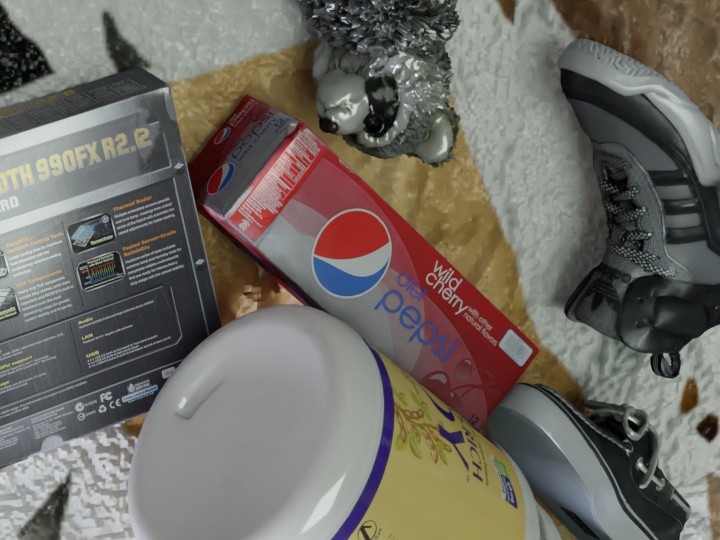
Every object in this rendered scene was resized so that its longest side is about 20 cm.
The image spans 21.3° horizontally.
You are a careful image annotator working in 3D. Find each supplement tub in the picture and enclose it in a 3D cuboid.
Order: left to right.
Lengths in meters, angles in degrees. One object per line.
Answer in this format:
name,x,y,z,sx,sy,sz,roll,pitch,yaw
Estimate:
supplement tub,-0.001,0.123,0.939,0.146,0.145,0.200,-53,131,-3

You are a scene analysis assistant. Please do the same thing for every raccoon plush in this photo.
raccoon plush,0.046,-0.143,0.956,0.199,0.097,0.135,-36,126,-13

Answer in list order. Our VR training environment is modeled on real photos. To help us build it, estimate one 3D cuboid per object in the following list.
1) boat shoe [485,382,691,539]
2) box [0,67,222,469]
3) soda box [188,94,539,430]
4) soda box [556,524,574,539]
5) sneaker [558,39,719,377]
boat shoe,0.137,0.108,1.079,0.068,0.073,0.199,-54,131,-14
box,-0.171,0.009,0.913,0.199,0.048,0.160,-21,113,-21
soda box,0.000,0.000,0.984,0.064,0.070,0.200,-50,121,-6
soda box,0.041,0.213,1.062,0.198,0.068,0.064,-17,142,-21
sneaker,0.149,-0.025,1.040,0.114,0.075,0.200,-49,123,-9
